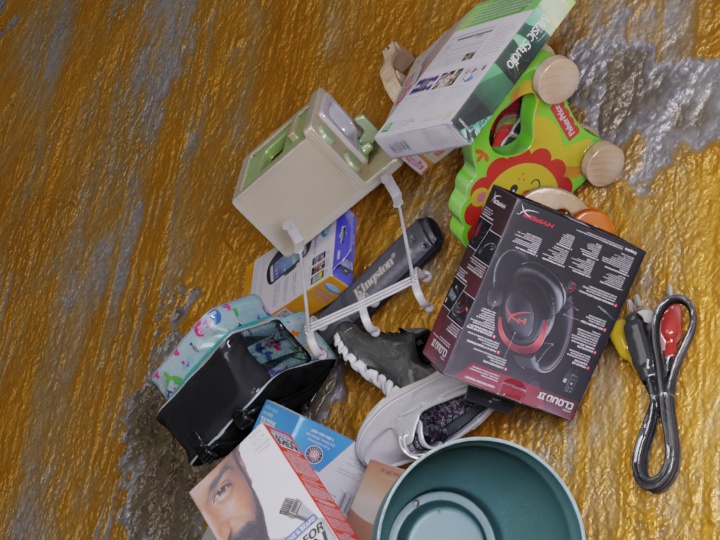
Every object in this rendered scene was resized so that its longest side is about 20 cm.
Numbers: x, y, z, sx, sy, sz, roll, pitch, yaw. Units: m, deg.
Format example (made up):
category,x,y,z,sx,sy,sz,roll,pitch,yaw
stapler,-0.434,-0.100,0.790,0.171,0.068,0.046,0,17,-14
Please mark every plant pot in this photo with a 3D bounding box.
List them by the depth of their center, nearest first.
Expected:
category,x,y,z,sx,sy,sz,roll,pitch,yaw
plant pot,0.094,0.261,1.420,0.134,0.198,0.202,145,146,-73

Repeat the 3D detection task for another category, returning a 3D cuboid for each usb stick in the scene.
category,x,y,z,sx,sy,sz,roll,pitch,yaw
usb stick,0.020,0.016,1.791,0.200,0.032,0.056,-44,38,22

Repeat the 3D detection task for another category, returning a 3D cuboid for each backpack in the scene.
category,x,y,z,sx,sy,sz,roll,pitch,yaw
backpack,-0.129,0.121,1.753,0.178,0.199,0.151,-47,69,32

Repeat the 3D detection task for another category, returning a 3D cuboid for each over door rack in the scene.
category,x,y,z,sx,sy,sz,roll,pitch,yaw
over door rack,0.000,0.000,1.727,0.146,0.067,0.201,-24,45,11

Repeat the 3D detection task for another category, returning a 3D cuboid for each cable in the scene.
category,x,y,z,sx,sy,sz,roll,pitch,yaw
cable,0.284,0.104,1.415,0.096,0.050,0.202,-22,62,28

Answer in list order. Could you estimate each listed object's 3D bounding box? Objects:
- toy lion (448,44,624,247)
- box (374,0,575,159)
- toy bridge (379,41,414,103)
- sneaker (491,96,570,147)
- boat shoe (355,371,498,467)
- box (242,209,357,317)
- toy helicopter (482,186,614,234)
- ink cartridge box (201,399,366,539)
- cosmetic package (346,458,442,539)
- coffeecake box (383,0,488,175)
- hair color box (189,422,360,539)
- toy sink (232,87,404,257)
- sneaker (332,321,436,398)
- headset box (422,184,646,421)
category,x,y,z,sx,sy,sz,roll,pitch,yaw
toy lion,0.164,-0.106,1.565,0.191,0.200,0.069,-39,39,-3
box,0.113,-0.199,1.517,0.201,0.036,0.144,-54,23,-20
toy bridge,0.058,-0.220,1.877,0.027,0.067,0.201,-43,39,22
sneaker,0.175,-0.146,1.687,0.085,0.077,0.202,-15,44,53
boat shoe,0.069,0.158,1.558,0.199,0.072,0.069,-31,22,27
box,-0.071,0.004,1.899,0.199,0.041,0.120,-30,39,33
toy helicopter,0.169,0.013,1.542,0.079,0.131,0.202,-109,33,-81
ink cartridge box,-0.073,0.264,1.639,0.083,0.144,0.202,17,79,54
cosmetic package,0.028,0.305,1.535,0.103,0.087,0.202,8,73,51
coffeecake box,0.122,-0.223,1.728,0.200,0.073,0.154,-37,22,47
hair color box,-0.074,0.265,1.505,0.111,0.064,0.200,-44,56,9
toy sink,-0.050,-0.138,1.872,0.199,0.112,0.131,-37,21,22
sneaker,0.043,0.095,1.685,0.091,0.066,0.200,-54,40,4
headset box,0.161,0.041,1.456,0.202,0.147,0.075,-68,18,7
